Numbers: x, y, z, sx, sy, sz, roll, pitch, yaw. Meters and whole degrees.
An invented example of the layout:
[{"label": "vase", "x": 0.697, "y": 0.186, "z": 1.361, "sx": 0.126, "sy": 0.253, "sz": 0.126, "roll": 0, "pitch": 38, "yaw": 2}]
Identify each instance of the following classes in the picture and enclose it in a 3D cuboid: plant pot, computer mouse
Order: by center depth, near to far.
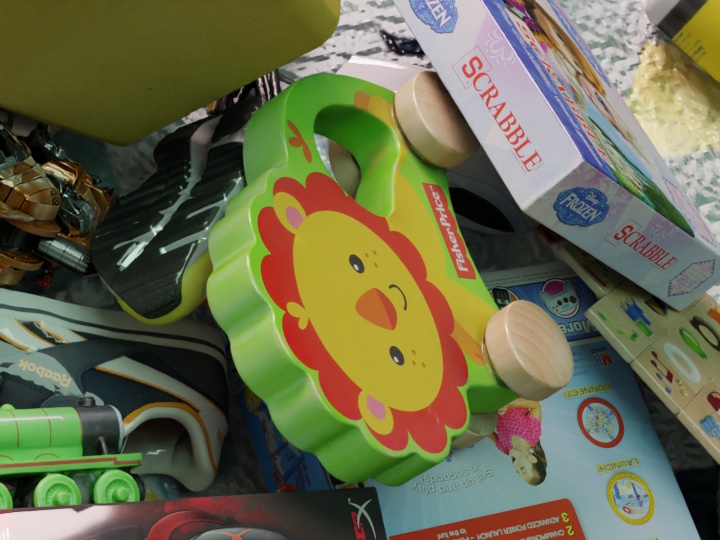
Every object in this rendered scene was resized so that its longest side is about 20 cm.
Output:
[{"label": "plant pot", "x": -0.109, "y": -0.177, "z": 1.021, "sx": 0.176, "sy": 0.200, "sz": 0.200, "roll": 42, "pitch": 37, "yaw": -35}, {"label": "computer mouse", "x": 0.020, "y": -0.085, "z": 1.200, "sx": 0.199, "sy": 0.044, "sz": 0.110, "roll": 23, "pitch": 57, "yaw": -10}]

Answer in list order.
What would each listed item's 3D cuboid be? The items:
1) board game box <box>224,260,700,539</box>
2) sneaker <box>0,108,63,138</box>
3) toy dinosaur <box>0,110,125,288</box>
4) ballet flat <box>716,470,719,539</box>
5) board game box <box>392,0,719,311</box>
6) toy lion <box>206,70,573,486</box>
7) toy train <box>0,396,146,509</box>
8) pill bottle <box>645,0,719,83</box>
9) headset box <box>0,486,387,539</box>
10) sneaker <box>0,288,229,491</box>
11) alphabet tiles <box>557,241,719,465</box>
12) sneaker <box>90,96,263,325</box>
[{"label": "board game box", "x": 0.056, "y": 0.102, "z": 1.099, "sx": 0.199, "sy": 0.056, "sz": 0.196, "roll": -7, "pitch": 68, "yaw": -33}, {"label": "sneaker", "x": -0.196, "y": -0.154, "z": 1.128, "sx": 0.200, "sy": 0.074, "sz": 0.116, "roll": 45, "pitch": 53, "yaw": 3}, {"label": "toy dinosaur", "x": -0.174, "y": -0.039, "z": 1.031, "sx": 0.136, "sy": 0.200, "sz": 0.102, "roll": 34, "pitch": 83, "yaw": 13}, {"label": "ballet flat", "x": 0.228, "y": 0.175, "z": 1.141, "sx": 0.072, "sy": 0.072, "sz": 0.201, "roll": 6, "pitch": 62, "yaw": -20}, {"label": "board game box", "x": 0.091, "y": -0.089, "z": 1.142, "sx": 0.199, "sy": 0.041, "sz": 0.200, "roll": 27, "pitch": 30, "yaw": -58}, {"label": "toy lion", "x": 0.000, "y": 0.000, "z": 1.009, "sx": 0.191, "sy": 0.069, "sz": 0.201, "roll": 7, "pitch": 56, "yaw": -50}, {"label": "toy train", "x": -0.180, "y": 0.084, "z": 0.941, "sx": 0.199, "sy": 0.042, "sz": 0.057, "roll": -1, "pitch": 78, "yaw": -35}, {"label": "pill bottle", "x": 0.270, "y": -0.124, "z": 1.284, "sx": 0.200, "sy": 0.114, "sz": 0.114, "roll": 42, "pitch": 56, "yaw": 2}, {"label": "headset box", "x": -0.081, "y": 0.173, "z": 0.917, "sx": 0.199, "sy": 0.075, "sz": 0.149, "roll": -1, "pitch": 55, "yaw": -16}, {"label": "sneaker", "x": -0.152, "y": 0.059, "z": 1.032, "sx": 0.199, "sy": 0.078, "sz": 0.080, "roll": 5, "pitch": 57, "yaw": -22}, {"label": "alphabet tiles", "x": 0.183, "y": 0.054, "z": 1.165, "sx": 0.200, "sy": 0.006, "sz": 0.166, "roll": 48, "pitch": 22, "yaw": 6}, {"label": "sneaker", "x": -0.063, "y": -0.013, "z": 1.069, "sx": 0.091, "sy": 0.078, "sz": 0.200, "roll": 65, "pitch": 19, "yaw": -17}]
